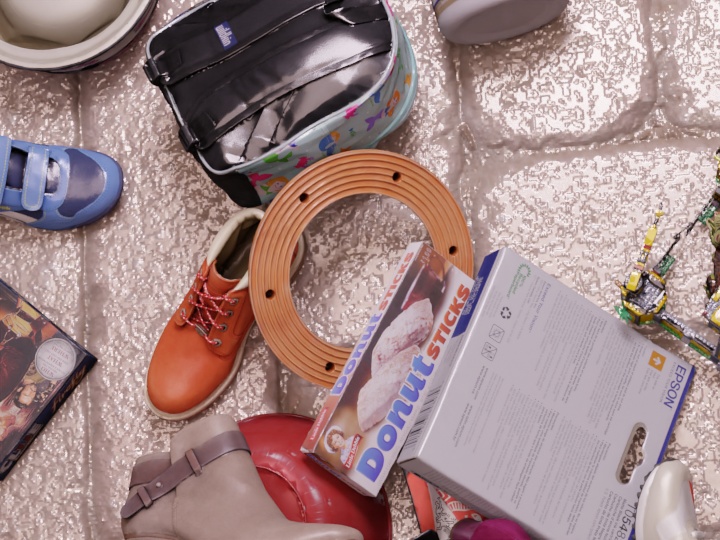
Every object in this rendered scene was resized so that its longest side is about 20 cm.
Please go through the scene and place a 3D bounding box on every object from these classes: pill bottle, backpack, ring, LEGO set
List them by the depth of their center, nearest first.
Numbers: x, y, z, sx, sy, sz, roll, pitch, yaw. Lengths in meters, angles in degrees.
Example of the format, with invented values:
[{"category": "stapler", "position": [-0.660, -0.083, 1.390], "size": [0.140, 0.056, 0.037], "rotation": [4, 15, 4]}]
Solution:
[{"category": "LEGO set", "position": [0.300, -0.013, 1.698], "size": [0.200, 0.116, 0.154], "rotation": [-43, 75, -6]}, {"category": "ring", "position": [0.000, 0.000, 1.758], "size": [0.199, 0.019, 0.202], "rotation": [-4, 102, -21]}, {"category": "backpack", "position": [-0.053, -0.161, 1.773], "size": [0.200, 0.151, 0.178], "rotation": [-33, 62, 8]}, {"category": "pill bottle", "position": [0.098, -0.302, 1.796], "size": [0.115, 0.116, 0.201], "rotation": [-16, 78, 7]}]

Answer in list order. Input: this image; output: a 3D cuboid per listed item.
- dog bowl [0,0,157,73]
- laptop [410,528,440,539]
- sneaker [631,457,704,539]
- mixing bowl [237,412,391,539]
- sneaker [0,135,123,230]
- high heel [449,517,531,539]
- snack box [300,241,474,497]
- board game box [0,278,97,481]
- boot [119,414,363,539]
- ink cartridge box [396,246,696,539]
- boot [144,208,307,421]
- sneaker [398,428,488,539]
[{"category": "dog bowl", "position": [-0.261, -0.263, 1.874], "size": [0.199, 0.074, 0.201], "rotation": [-2, 80, 9]}, {"category": "laptop", "position": [-0.021, 0.308, 1.699], "size": [0.199, 0.116, 0.188], "rotation": [-1, 120, 36]}, {"category": "sneaker", "position": [0.268, 0.249, 1.676], "size": [0.093, 0.070, 0.201], "rotation": [-2, 83, 33]}, {"category": "mixing bowl", "position": [-0.079, 0.211, 1.739], "size": [0.199, 0.108, 0.201], "rotation": [-2, 80, 9]}, {"category": "sneaker", "position": [-0.305, -0.080, 1.844], "size": [0.199, 0.082, 0.074], "rotation": [4, 79, 9]}, {"category": "high heel", "position": [0.141, 0.279, 1.663], "size": [0.067, 0.096, 0.200], "rotation": [-41, 106, -17]}, {"category": "snack box", "position": [0.027, 0.079, 1.734], "size": [0.072, 0.024, 0.201], "rotation": [37, 70, -25]}, {"category": "board game box", "position": [-0.345, 0.067, 1.848], "size": [0.200, 0.035, 0.136], "rotation": [38, 88, 14]}, {"category": "boot", "position": [-0.097, 0.179, 1.643], "size": [0.199, 0.070, 0.147], "rotation": [-18, 55, 15]}, {"category": "ink cartridge box", "position": [0.151, 0.115, 1.704], "size": [0.200, 0.041, 0.200], "rotation": [32, 66, -15]}, {"category": "boot", "position": [-0.125, 0.034, 1.780], "size": [0.075, 0.107, 0.201], "rotation": [31, 88, 12]}, {"category": "sneaker", "position": [0.105, 0.207, 1.727], "size": [0.107, 0.067, 0.202], "rotation": [-18, 75, 9]}]
